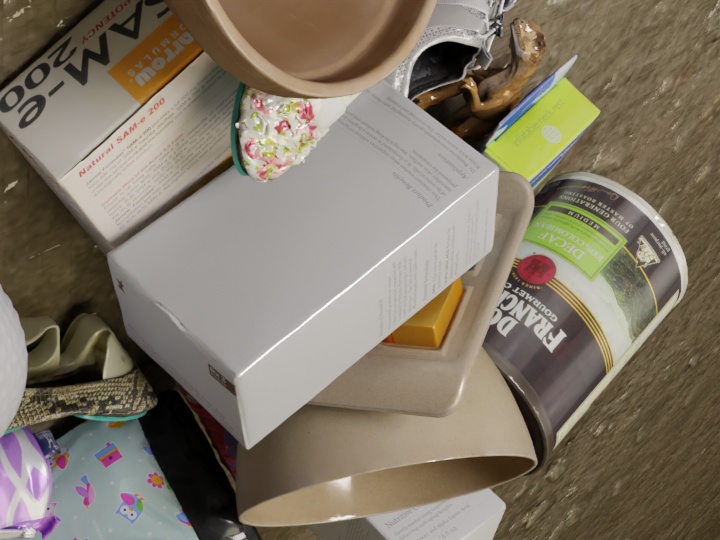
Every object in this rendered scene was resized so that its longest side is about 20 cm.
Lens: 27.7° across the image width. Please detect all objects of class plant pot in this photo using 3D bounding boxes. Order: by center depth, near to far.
[{"bbox_3d":[-0.049,-0.185,0.717,0.200,0.092,0.202,-5,97,-49],"label":"plant pot"},{"bbox_3d":[0.006,0.083,0.973,0.199,0.135,0.200,-10,164,-3],"label":"plant pot"}]

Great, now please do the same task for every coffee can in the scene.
[{"bbox_3d":[0.142,0.039,1.142,0.200,0.146,0.147,-44,155,-29],"label":"coffee can"}]

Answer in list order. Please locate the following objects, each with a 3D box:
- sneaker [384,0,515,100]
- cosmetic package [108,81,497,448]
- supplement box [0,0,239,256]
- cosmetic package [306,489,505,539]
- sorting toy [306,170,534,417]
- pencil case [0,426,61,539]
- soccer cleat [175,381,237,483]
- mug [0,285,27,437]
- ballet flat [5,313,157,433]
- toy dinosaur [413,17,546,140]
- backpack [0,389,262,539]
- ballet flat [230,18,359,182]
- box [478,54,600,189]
[{"bbox_3d":[0.068,-0.164,0.976,0.200,0.082,0.075,-39,153,-16],"label":"sneaker"},{"bbox_3d":[-0.029,-0.010,0.825,0.200,0.113,0.081,-37,151,-21],"label":"cosmetic package"},{"bbox_3d":[-0.112,-0.066,0.847,0.126,0.073,0.200,-43,154,-10],"label":"supplement box"},{"bbox_3d":[0.010,0.179,1.228,0.113,0.200,0.081,-29,150,-37],"label":"cosmetic package"},{"bbox_3d":[0.000,0.000,0.921,0.200,0.184,0.037,-66,152,-41],"label":"sorting toy"},{"bbox_3d":[-0.279,0.148,0.879,0.200,0.086,0.084,-12,157,-47],"label":"pencil case"},{"bbox_3d":[-0.095,0.094,1.037,0.076,0.067,0.201,-31,121,-40],"label":"soccer cleat"},{"bbox_3d":[-0.269,0.049,0.719,0.199,0.148,0.175,-20,165,12],"label":"mug"},{"bbox_3d":[-0.196,0.064,0.921,0.200,0.068,0.076,-4,115,-52],"label":"ballet flat"},{"bbox_3d":[0.086,-0.116,1.077,0.106,0.061,0.200,-11,166,-14],"label":"toy dinosaur"},{"bbox_3d":[-0.185,0.184,1.015,0.199,0.167,0.127,-29,143,-6],"label":"backpack"},{"bbox_3d":[-0.021,-0.127,0.807,0.076,0.064,0.201,73,22,-43],"label":"ballet flat"},{"bbox_3d":[0.104,-0.065,1.123,0.122,0.048,0.200,-43,174,-40],"label":"box"}]
